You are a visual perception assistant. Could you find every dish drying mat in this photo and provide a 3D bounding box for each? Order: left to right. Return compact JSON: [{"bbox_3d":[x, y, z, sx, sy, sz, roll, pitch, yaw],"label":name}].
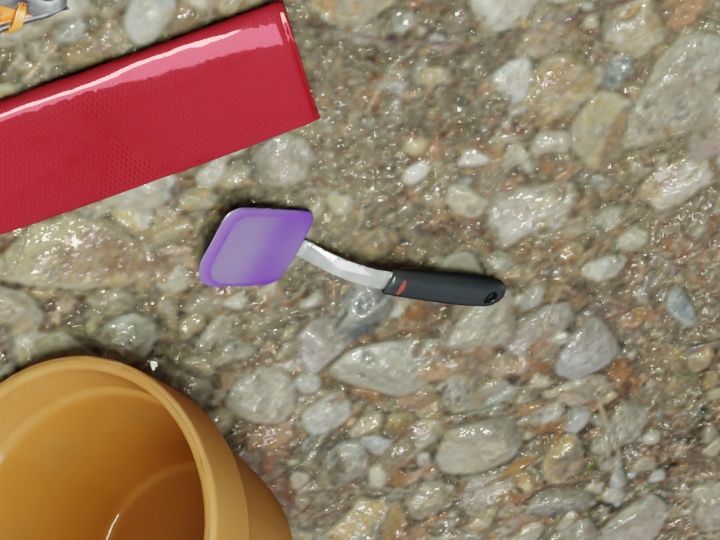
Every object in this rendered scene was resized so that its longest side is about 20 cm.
[{"bbox_3d":[-0.123,-0.072,1.043,0.199,0.018,0.077,-20,135,-2],"label":"dish drying mat"}]

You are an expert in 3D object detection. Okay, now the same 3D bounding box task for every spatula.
[{"bbox_3d":[0.000,0.000,1.157,0.199,0.021,0.057,12,125,-31],"label":"spatula"}]

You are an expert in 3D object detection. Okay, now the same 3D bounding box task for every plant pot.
[{"bbox_3d":[-0.129,0.159,1.152,0.200,0.200,0.140,-37,151,15],"label":"plant pot"}]

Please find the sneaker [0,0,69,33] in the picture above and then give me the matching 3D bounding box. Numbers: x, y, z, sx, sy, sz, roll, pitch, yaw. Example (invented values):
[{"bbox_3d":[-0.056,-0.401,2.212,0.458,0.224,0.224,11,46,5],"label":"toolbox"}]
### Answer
[{"bbox_3d":[-0.183,-0.094,0.926,0.112,0.078,0.201,-6,112,-19],"label":"sneaker"}]
